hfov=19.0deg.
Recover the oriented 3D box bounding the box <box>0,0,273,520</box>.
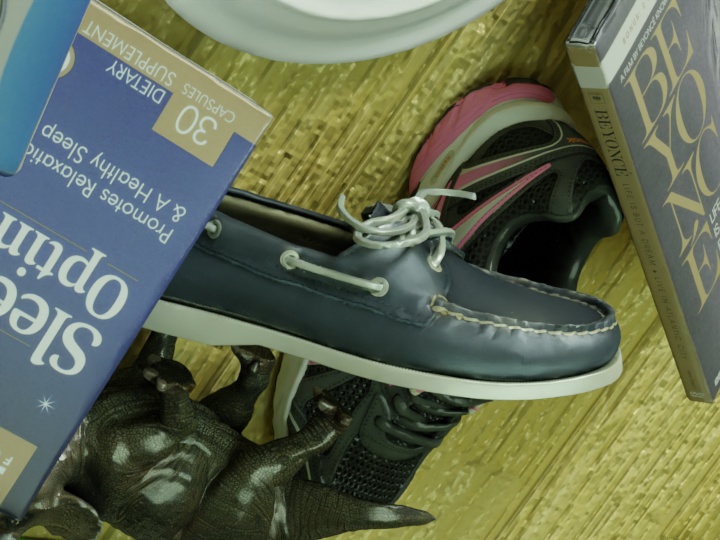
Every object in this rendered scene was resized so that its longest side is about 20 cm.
[{"bbox_3d":[-0.132,-0.001,0.729,0.121,0.032,0.200,31,94,-22],"label":"box"}]

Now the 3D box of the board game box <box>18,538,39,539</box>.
[{"bbox_3d":[-0.130,0.206,0.912,0.134,0.029,0.201,10,114,-38],"label":"board game box"}]

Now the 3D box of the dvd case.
[{"bbox_3d":[0.141,-0.066,0.863,0.149,0.016,0.200,-59,141,-32],"label":"dvd case"}]

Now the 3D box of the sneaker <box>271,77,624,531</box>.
[{"bbox_3d":[0.035,0.025,0.858,0.080,0.086,0.201,12,113,-36],"label":"sneaker"}]

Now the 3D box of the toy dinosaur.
[{"bbox_3d":[-0.067,0.075,0.838,0.199,0.077,0.102,15,119,-34],"label":"toy dinosaur"}]

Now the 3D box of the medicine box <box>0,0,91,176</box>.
[{"bbox_3d":[-0.130,-0.155,0.552,0.103,0.200,0.183,12,112,-38],"label":"medicine box"}]

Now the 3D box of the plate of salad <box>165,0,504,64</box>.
[{"bbox_3d":[0.008,-0.159,0.745,0.199,0.048,0.201,-16,137,-15],"label":"plate of salad"}]

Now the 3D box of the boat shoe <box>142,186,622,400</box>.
[{"bbox_3d":[0.000,0.000,0.784,0.199,0.075,0.062,11,104,9],"label":"boat shoe"}]
